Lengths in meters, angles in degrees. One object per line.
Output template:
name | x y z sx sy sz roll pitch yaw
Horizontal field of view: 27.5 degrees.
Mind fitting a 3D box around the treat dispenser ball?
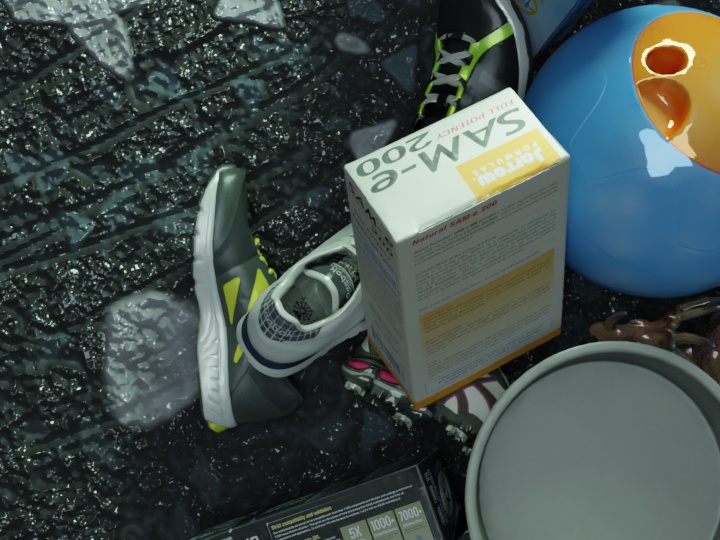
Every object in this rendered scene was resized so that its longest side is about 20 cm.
treat dispenser ball | 0.206 -0.082 1.020 0.200 0.201 0.202 0 89 3

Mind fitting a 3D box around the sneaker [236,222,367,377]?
sneaker | 0.000 0.000 1.060 0.076 0.081 0.200 44 59 9

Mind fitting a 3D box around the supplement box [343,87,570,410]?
supplement box | 0.066 -0.010 0.979 0.126 0.200 0.074 -26 56 -13

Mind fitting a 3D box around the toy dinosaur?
toy dinosaur | 0.273 0.043 1.040 0.199 0.086 0.136 -33 129 4

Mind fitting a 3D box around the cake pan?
cake pan | 0.165 0.146 0.981 0.199 0.037 0.202 0 91 -6

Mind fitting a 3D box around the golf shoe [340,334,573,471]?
golf shoe | 0.082 0.087 1.066 0.199 0.077 0.088 25 74 26

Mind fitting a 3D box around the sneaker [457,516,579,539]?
sneaker | 0.150 0.211 1.058 0.199 0.087 0.075 14 93 -23

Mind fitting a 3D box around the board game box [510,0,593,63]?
board game box | 0.097 -0.265 1.029 0.056 0.196 0.200 -42 88 -16

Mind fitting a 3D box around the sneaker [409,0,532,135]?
sneaker | 0.075 -0.114 1.064 0.071 0.083 0.201 7 106 46

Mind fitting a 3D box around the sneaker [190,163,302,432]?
sneaker | -0.082 0.020 1.108 0.084 0.074 0.201 -2 98 -2

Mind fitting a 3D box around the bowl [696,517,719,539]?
bowl | 0.311 0.246 1.022 0.200 0.105 0.202 -2 96 -20

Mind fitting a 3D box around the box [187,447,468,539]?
box | -0.013 0.241 1.069 0.199 0.086 0.165 -22 87 14
